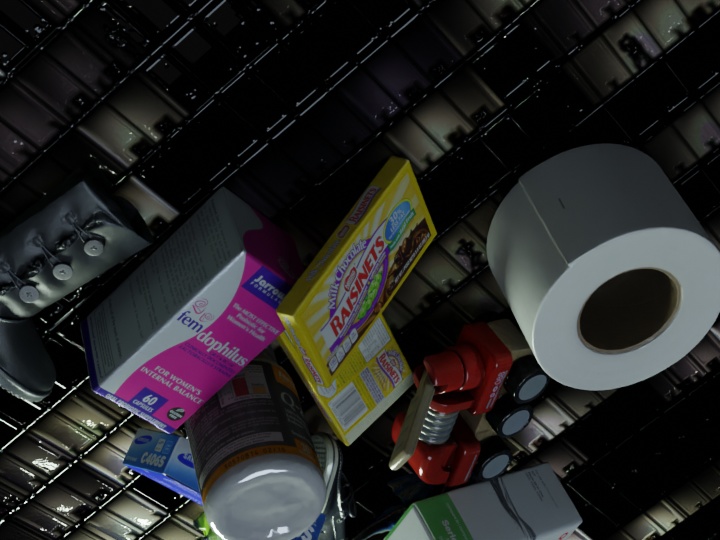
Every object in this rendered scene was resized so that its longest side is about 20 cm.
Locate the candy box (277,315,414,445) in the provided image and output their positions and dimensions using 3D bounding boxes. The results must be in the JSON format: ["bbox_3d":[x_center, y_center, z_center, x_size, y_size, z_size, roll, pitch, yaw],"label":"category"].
[{"bbox_3d":[-0.017,0.079,1.392,0.102,0.026,0.201,-43,135,-17],"label":"candy box"}]

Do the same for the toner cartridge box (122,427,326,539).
[{"bbox_3d":[-0.139,0.226,1.443,0.199,0.095,0.044,34,70,-31],"label":"toner cartridge box"}]

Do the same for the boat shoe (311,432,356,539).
[{"bbox_3d":[-0.037,0.245,1.527,0.062,0.075,0.201,-10,136,-18],"label":"boat shoe"}]

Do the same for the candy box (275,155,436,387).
[{"bbox_3d":[0.000,0.000,1.283,0.201,0.026,0.103,-54,138,-28],"label":"candy box"}]

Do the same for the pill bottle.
[{"bbox_3d":[-0.108,0.154,1.337,0.115,0.201,0.117,-10,132,-11],"label":"pill bottle"}]

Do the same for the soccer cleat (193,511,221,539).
[{"bbox_3d":[-0.136,0.333,1.572,0.080,0.068,0.202,-19,133,-20],"label":"soccer cleat"}]

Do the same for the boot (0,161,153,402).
[{"bbox_3d":[-0.269,0.015,1.263,0.199,0.066,0.165,-37,132,7],"label":"boot"}]

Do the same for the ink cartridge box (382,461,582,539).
[{"bbox_3d":[0.122,0.298,1.522,0.198,0.084,0.146,-10,146,-35],"label":"ink cartridge box"}]

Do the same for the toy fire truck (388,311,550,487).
[{"bbox_3d":[0.081,0.152,1.417,0.198,0.129,0.177,-8,134,-34],"label":"toy fire truck"}]

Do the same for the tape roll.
[{"bbox_3d":[0.238,-0.003,1.368,0.200,0.140,0.204,-9,131,-11],"label":"tape roll"}]

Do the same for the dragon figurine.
[{"bbox_3d":[0.060,0.268,1.578,0.198,0.059,0.100,-5,130,-28],"label":"dragon figurine"}]

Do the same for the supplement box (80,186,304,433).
[{"bbox_3d":[-0.152,0.038,1.292,0.200,0.104,0.101,-43,128,16],"label":"supplement box"}]
